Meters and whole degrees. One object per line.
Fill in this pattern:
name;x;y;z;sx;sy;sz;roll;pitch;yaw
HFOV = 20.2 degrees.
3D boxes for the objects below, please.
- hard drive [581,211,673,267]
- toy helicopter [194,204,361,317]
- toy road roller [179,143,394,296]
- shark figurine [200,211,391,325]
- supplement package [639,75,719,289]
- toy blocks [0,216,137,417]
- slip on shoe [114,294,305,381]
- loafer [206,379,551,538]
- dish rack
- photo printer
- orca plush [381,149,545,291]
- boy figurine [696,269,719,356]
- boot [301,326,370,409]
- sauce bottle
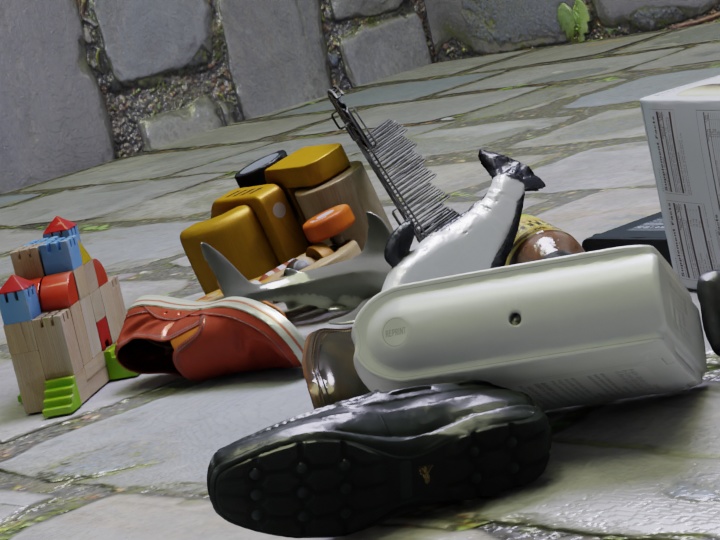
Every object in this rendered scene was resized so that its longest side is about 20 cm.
hard drive;0.303;-0.038;1.679;0.199;0.033;0.139;-19;11;-32
toy helicopter;-0.085;0.020;1.810;0.199;0.079;0.132;-19;13;37
toy road roller;-0.076;-0.031;1.906;0.146;0.123;0.200;-33;15;-28
shark figurine;-0.014;-0.003;1.670;0.213;0.090;0.128;2;10;17
supplement package;0.328;-0.071;1.479;0.151;0.152;0.200;-17;10;-20
toy blocks;-0.249;0.031;1.697;0.099;0.138;0.200;-10;10;13
slip on shoe;-0.118;0.061;1.608;0.199;0.074;0.061;3;52;40
loafer;0.008;0.102;1.133;0.199;0.069;0.070;-9;23;-17
dish rack;0.038;-0.092;1.877;0.054;0.201;0.153;-34;11;-2
photo printer;0.099;0.043;1.227;0.199;0.070;0.166;-10;-16;17
orca plush;0.059;-0.006;1.563;0.105;0.201;0.071;29;-24;-15
boy figurine;0.285;0.012;1.198;0.124;0.065;0.200;-15;-2;-30
boot;0.021;0.063;1.343;0.096;0.075;0.200;-14;7;10
sauce bottle;0.146;-0.004;1.601;0.064;0.065;0.200;-14;10;-8
